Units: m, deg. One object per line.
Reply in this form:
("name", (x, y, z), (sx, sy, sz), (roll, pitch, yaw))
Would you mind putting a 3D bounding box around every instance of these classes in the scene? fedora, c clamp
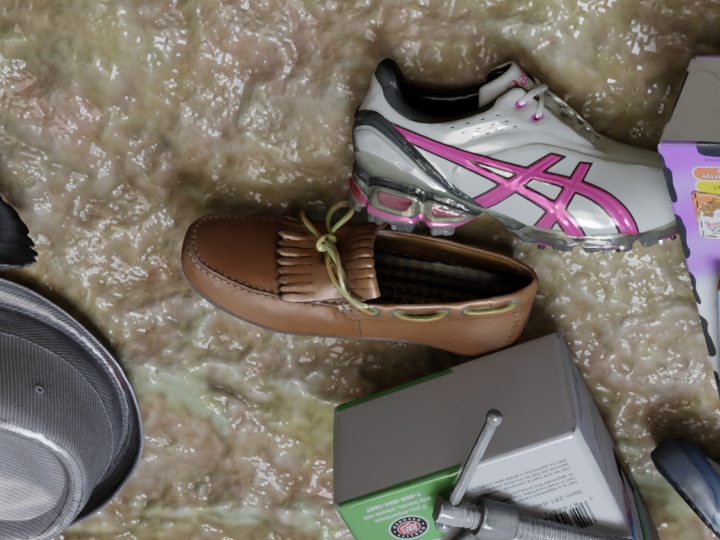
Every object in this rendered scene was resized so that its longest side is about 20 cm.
("fedora", (-0.232, 0.098, 1.048), (0.199, 0.090, 0.178), (28, 116, -9))
("c clamp", (0.120, 0.168, 0.973), (0.199, 0.027, 0.171), (19, 126, -18))

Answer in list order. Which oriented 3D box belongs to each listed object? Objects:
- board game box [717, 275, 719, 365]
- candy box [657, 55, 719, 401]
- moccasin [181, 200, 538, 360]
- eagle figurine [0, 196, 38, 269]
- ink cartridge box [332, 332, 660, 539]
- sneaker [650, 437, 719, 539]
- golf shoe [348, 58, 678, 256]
("board game box", (0.282, 0.053, 0.891), (0.198, 0.020, 0.103), (10, 139, 22))
("candy box", (0.258, -0.011, 0.906), (0.166, 0.072, 0.201), (5, 137, 28))
("moccasin", (0.000, 0.001, 0.981), (0.200, 0.074, 0.078), (15, 142, -2))
("eagle figurine", (-0.269, -0.049, 0.928), (0.151, 0.152, 0.201), (-38, 147, -21))
("ink cartridge box", (0.088, 0.151, 1.030), (0.144, 0.084, 0.201), (-19, 128, 14))
("sneaker", (0.263, 0.148, 1.058), (0.200, 0.070, 0.082), (39, 97, -18))
("golf shoe", (0.093, -0.063, 0.950), (0.198, 0.073, 0.093), (7, 116, 1))
